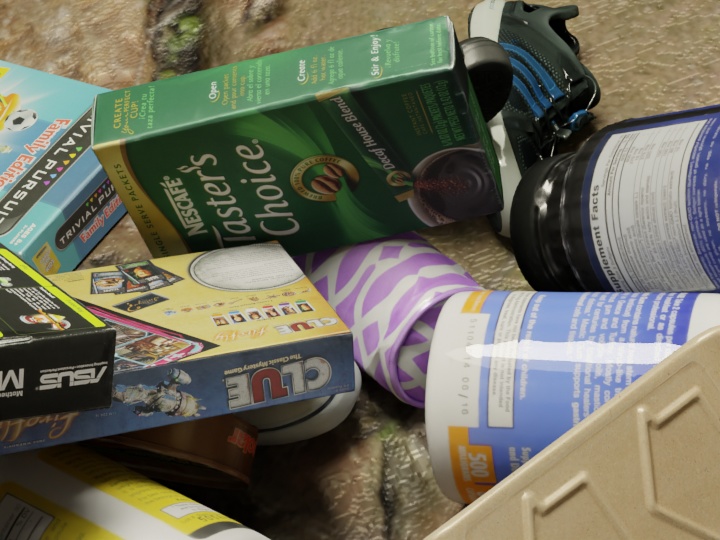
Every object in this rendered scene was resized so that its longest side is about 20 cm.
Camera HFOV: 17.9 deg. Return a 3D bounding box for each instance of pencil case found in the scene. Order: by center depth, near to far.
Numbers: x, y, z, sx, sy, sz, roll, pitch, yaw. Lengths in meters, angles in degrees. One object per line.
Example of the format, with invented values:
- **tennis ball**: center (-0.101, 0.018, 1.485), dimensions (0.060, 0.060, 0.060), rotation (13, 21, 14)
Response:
- **pencil case**: center (0.000, 0.000, 1.304), dimensions (0.085, 0.084, 0.200), rotation (11, 23, -41)

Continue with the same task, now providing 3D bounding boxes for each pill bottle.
- **pill bottle**: center (-0.139, 0.151, 1.152), dimensions (0.199, 0.112, 0.111), rotation (22, 53, 34)
- **pill bottle**: center (0.141, 0.067, 1.161), dimensions (0.199, 0.112, 0.112), rotation (1, 44, 18)
- **pill bottle**: center (0.179, -0.031, 1.219), dimensions (0.200, 0.112, 0.112), rotation (-7, 35, 49)

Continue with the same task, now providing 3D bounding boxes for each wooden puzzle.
- **wooden puzzle**: center (0.145, 0.152, 1.059), dimensions (0.200, 0.046, 0.186), rotation (-34, 88, -17)

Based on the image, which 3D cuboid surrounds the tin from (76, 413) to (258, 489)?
- **tin**: center (-0.149, 0.081, 1.230), dimensions (0.199, 0.112, 0.042), rotation (7, 72, 22)

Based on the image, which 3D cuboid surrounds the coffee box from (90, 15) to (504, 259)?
- **coffee box**: center (-0.032, -0.061, 1.226), dimensions (0.199, 0.123, 0.044), rotation (-11, 49, 10)

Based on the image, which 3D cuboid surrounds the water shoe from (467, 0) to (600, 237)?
- **water shoe**: center (0.107, -0.102, 1.386), dimensions (0.079, 0.072, 0.201), rotation (-5, 44, 4)

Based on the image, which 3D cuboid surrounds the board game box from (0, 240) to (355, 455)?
- **board game box**: center (-0.117, 0.037, 1.165), dimensions (0.199, 0.035, 0.136), rotation (-9, 24, -16)

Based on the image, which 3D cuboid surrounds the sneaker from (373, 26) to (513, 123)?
- **sneaker**: center (0.024, -0.107, 1.352), dimensions (0.060, 0.200, 0.105), rotation (-5, 63, -24)

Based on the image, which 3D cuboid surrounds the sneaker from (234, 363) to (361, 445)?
- **sneaker**: center (-0.095, 0.047, 1.271), dimensions (0.199, 0.071, 0.073), rotation (9, 70, 31)

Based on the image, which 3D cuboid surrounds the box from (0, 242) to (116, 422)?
- **box**: center (-0.244, 0.023, 1.077), dimensions (0.192, 0.048, 0.200), rotation (-4, 21, -34)

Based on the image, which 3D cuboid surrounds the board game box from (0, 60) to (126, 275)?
- **board game box**: center (-0.241, -0.067, 1.467), dimensions (0.199, 0.047, 0.151), rotation (16, 50, 30)
